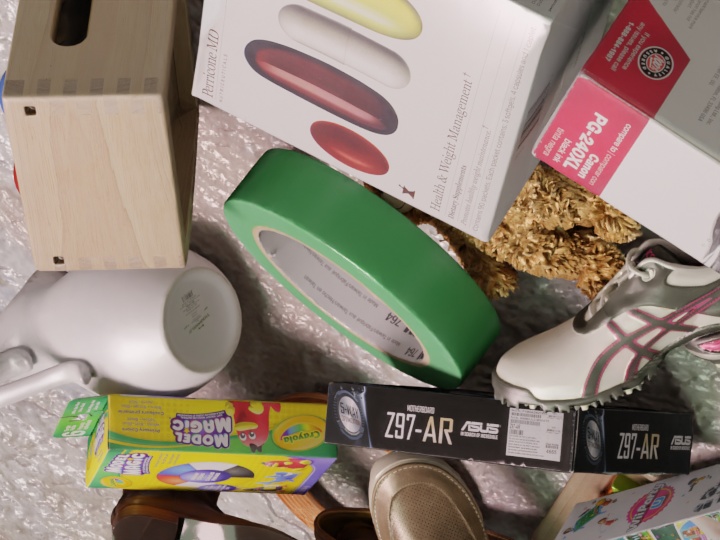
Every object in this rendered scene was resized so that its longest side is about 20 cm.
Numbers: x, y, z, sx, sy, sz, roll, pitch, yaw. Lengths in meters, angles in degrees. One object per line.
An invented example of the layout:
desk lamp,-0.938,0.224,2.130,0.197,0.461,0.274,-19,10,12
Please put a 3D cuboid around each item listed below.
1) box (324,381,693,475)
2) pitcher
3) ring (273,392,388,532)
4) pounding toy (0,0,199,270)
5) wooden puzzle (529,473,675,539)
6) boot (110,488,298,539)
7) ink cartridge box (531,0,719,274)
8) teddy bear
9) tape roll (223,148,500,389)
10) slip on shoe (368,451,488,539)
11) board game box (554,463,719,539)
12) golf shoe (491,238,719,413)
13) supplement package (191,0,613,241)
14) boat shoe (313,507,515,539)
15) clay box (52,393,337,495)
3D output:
box,0.101,0.107,1.501,0.199,0.044,0.160,4,178,37
pitcher,-0.200,0.055,1.665,0.200,0.172,0.122,-4,122,43
ring,0.004,0.167,1.751,0.200,0.019,0.201,23,142,19
pounding toy,-0.184,-0.115,1.468,0.142,0.200,0.184,-1,137,1
wooden puzzle,0.220,0.219,1.617,0.185,0.037,0.200,32,144,6
boot,-0.109,0.185,1.769,0.186,0.200,0.064,20,106,-9
ink cartridge box,0.217,-0.074,1.201,0.200,0.145,0.083,34,144,4
teddy bear,0.086,-0.043,1.411,0.200,0.067,0.145,33,142,3
tape roll,0.000,0.000,1.483,0.200,0.048,0.200,36,168,9
slip on shoe,0.060,0.219,1.591,0.076,0.061,0.201,-16,117,1
board game box,0.249,0.210,1.520,0.200,0.064,0.148,-23,111,44
golf shoe,0.170,0.025,1.376,0.199,0.077,0.088,-18,113,10
supplement package,0.031,-0.161,1.256,0.199,0.147,0.192,27,143,11
boat shoe,0.043,0.218,1.699,0.200,0.072,0.068,0,134,41
clay box,-0.126,0.132,1.660,0.199,0.048,0.115,2,160,-14
